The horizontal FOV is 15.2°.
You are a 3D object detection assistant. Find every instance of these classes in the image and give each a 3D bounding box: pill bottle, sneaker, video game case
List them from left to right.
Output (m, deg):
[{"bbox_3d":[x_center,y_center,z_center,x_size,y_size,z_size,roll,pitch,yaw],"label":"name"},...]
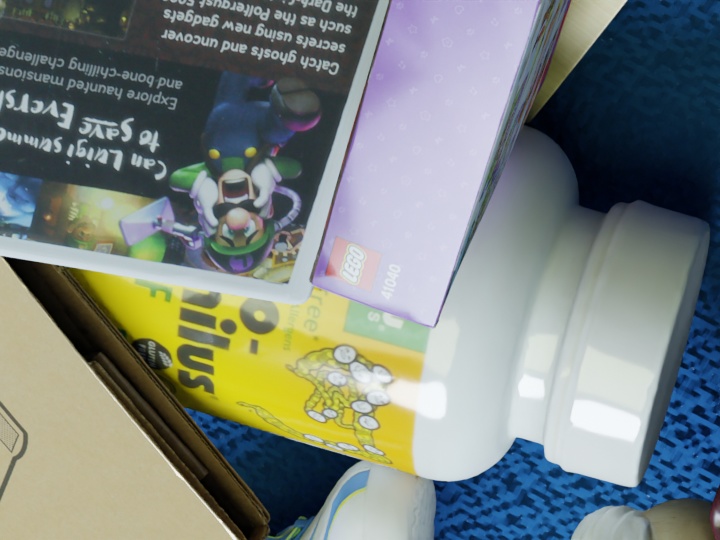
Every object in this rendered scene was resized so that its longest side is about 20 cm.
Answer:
[{"bbox_3d":[-0.083,-0.088,0.699,0.200,0.023,0.182,10,115,-19],"label":"video game case"},{"bbox_3d":[-0.036,0.126,0.903,0.105,0.076,0.200,12,137,0],"label":"sneaker"},{"bbox_3d":[0.000,0.000,0.827,0.200,0.113,0.113,16,122,11],"label":"pill bottle"}]

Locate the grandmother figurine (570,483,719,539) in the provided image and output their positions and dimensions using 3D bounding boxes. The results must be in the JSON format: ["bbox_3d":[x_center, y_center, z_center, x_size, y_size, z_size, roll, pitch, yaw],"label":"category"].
[{"bbox_3d":[0.151,0.077,0.779,0.200,0.061,0.121,-14,116,31],"label":"grandmother figurine"}]

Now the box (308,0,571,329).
[{"bbox_3d":[0.043,-0.102,0.698,0.039,0.137,0.200,20,126,5],"label":"box"}]

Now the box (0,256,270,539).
[{"bbox_3d":[-0.147,0.053,0.845,0.200,0.021,0.164,-23,114,38],"label":"box"}]

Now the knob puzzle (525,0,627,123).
[{"bbox_3d":[0.018,-0.164,0.776,0.219,0.030,0.220,12,124,17],"label":"knob puzzle"}]
